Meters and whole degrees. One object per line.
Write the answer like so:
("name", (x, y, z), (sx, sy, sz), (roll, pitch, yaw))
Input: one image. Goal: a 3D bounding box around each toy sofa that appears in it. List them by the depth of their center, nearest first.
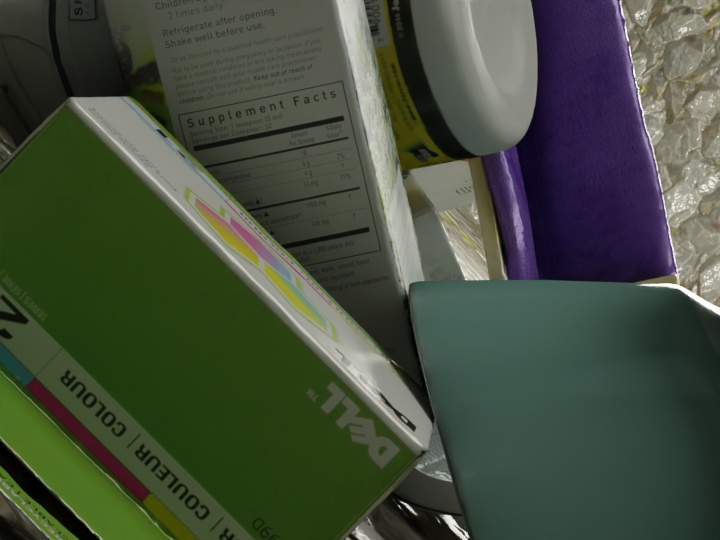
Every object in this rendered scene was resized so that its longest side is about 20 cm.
("toy sofa", (0.088, -0.071, 1.014), (0.098, 0.082, 0.202), (55, 24, -76))

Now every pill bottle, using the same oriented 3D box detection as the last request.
("pill bottle", (-0.034, -0.090, 0.946), (0.112, 0.198, 0.114), (-9, 90, -67))

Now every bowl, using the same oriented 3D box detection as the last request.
("bowl", (0.095, 0.085, 0.754), (0.201, 0.104, 0.203), (-17, 90, -85))

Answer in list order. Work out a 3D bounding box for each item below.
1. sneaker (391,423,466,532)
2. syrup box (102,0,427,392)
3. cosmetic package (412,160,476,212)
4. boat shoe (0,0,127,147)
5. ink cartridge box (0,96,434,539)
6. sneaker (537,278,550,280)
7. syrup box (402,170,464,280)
("sneaker", (0.065, 0.098, 1.051), (0.199, 0.071, 0.073), (4, 42, -49))
("syrup box", (-0.032, -0.047, 0.788), (0.079, 0.081, 0.202), (-80, 157, -70))
("cosmetic package", (-0.018, -0.082, 1.152), (0.151, 0.199, 0.052), (38, 50, -38))
("boat shoe", (-0.096, -0.046, 0.862), (0.201, 0.066, 0.074), (72, 18, -50))
("ink cartridge box", (-0.055, 0.027, 0.633), (0.148, 0.076, 0.200), (45, 4, -1))
("sneaker", (0.085, 0.098, 0.892), (0.070, 0.090, 0.201), (32, 30, -52))
("syrup box", (0.000, 0.000, 1.020), (0.200, 0.078, 0.082), (-114, 180, -74))
